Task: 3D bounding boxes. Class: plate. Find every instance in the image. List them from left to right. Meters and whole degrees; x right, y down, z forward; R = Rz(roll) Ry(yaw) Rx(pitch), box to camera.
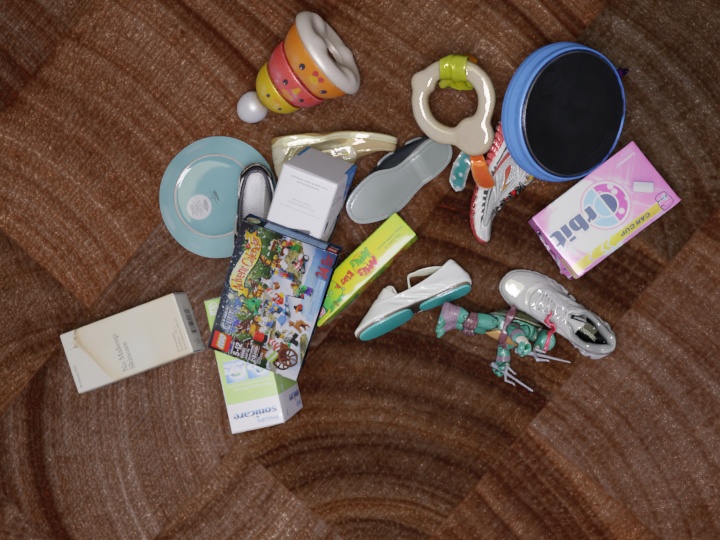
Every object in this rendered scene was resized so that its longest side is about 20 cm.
[{"bbox_3d":[-0.235,-0.120,1.302,0.200,0.026,0.201,0,89,5],"label":"plate"}]

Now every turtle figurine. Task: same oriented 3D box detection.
[{"bbox_3d":[0.216,0.102,1.202,0.200,0.150,0.101,18,62,12],"label":"turtle figurine"}]

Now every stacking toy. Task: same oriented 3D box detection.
[{"bbox_3d":[-0.112,-0.293,1.259,0.200,0.146,0.146,-32,85,23],"label":"stacking toy"}]

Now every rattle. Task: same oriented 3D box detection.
[{"bbox_3d":[0.159,-0.225,1.221,0.130,0.143,0.200,-27,98,5],"label":"rattle"}]

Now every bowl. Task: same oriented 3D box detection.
[{"bbox_3d":[0.298,-0.226,1.155,0.200,0.039,0.201,-7,106,-24],"label":"bowl"}]

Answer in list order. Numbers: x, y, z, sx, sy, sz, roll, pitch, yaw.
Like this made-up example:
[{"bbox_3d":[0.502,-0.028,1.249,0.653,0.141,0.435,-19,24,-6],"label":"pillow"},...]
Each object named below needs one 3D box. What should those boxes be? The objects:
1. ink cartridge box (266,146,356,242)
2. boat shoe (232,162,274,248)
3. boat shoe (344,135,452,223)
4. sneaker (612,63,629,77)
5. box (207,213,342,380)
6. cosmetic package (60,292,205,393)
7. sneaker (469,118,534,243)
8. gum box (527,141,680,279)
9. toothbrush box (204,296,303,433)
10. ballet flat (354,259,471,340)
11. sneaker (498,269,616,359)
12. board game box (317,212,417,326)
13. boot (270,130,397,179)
[{"bbox_3d":[-0.085,-0.062,1.158,0.084,0.145,0.200,21,111,3],"label":"ink cartridge box"},{"bbox_3d":[-0.163,-0.068,1.258,0.074,0.060,0.200,3,103,-9],"label":"boat shoe"},{"bbox_3d":[0.052,-0.139,1.226,0.200,0.060,0.076,-32,114,-18],"label":"boat shoe"},{"bbox_3d":[0.341,-0.233,1.218,0.087,0.074,0.200,22,91,1],"label":"sneaker"},{"bbox_3d":[-0.120,0.038,1.100,0.136,0.038,0.200,19,111,3],"label":"box"},{"bbox_3d":[-0.365,0.115,1.288,0.200,0.073,0.104,-21,87,4],"label":"cosmetic package"},{"bbox_3d":[0.221,-0.136,1.225,0.082,0.078,0.200,20,91,5],"label":"sneaker"},{"bbox_3d":[0.362,-0.086,1.213,0.200,0.066,0.114,-38,84,4],"label":"gum box"},{"bbox_3d":[-0.161,0.133,1.227,0.086,0.146,0.200,-14,88,6],"label":"toothbrush box"},{"bbox_3d":[0.075,0.043,1.251,0.200,0.069,0.070,-26,86,1],"label":"ballet flat"},{"bbox_3d":[0.302,0.063,1.212,0.200,0.081,0.075,32,94,7],"label":"sneaker"},{"bbox_3d":[0.000,0.000,1.234,0.200,0.102,0.048,-43,85,4],"label":"board game box"},{"bbox_3d":[-0.037,-0.139,1.258,0.199,0.073,0.156,-4,92,0],"label":"boot"}]
